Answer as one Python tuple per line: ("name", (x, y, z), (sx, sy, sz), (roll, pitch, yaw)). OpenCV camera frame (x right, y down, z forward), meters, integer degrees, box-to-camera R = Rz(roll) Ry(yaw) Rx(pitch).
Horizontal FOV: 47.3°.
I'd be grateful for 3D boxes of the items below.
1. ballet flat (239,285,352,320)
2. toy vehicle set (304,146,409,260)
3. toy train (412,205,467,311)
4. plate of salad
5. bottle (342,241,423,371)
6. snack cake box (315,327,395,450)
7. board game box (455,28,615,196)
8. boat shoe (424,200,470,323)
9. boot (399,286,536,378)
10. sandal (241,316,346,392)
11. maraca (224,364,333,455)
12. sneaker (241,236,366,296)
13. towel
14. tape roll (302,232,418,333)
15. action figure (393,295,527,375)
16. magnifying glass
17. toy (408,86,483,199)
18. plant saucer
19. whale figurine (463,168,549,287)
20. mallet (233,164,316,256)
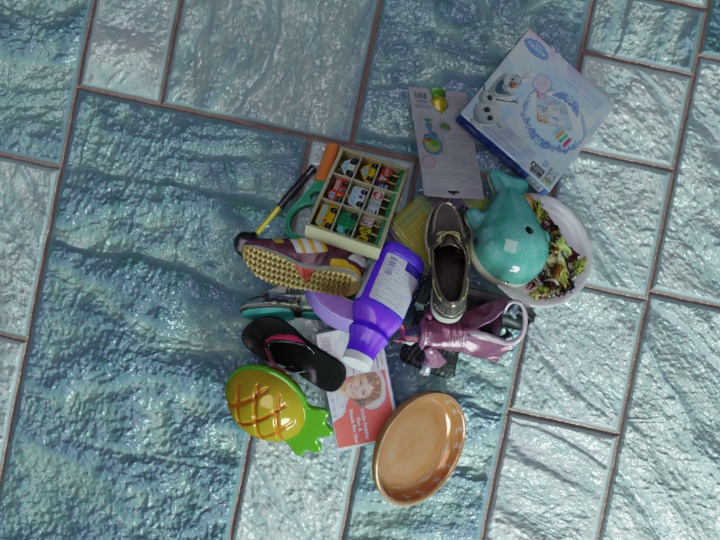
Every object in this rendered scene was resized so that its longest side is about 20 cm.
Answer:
("ballet flat", (-0.108, 0.052, 1.417), (0.196, 0.074, 0.076), (3, 91, -1))
("toy vehicle set", (-0.003, -0.112, 1.329), (0.122, 0.027, 0.202), (17, 48, 4))
("toy train", (0.131, -0.020, 1.318), (0.034, 0.046, 0.202), (24, 64, 8))
("plate of salad", (0.303, -0.038, 1.389), (0.196, 0.048, 0.204), (3, 74, -9))
("bottle", (0.031, 0.057, 1.278), (0.083, 0.065, 0.202), (32, 67, -19))
("snack cake box", (-0.003, 0.194, 1.407), (0.113, 0.067, 0.204), (-10, 90, -1))
("board game box", (0.296, -0.267, 1.392), (0.199, 0.043, 0.200), (40, 80, 0))
("boat shoe", (0.136, -0.024, 1.260), (0.070, 0.060, 0.203), (4, 63, -2))
("boot", (0.182, 0.110, 1.398), (0.207, 0.079, 0.161), (15, 89, 5))
("sandal", (-0.115, 0.138, 1.367), (0.198, 0.045, 0.076), (27, 104, 17))
("maraca", (-0.140, 0.236, 1.388), (0.198, 0.107, 0.138), (33, 123, 0))
("sneaker", (-0.088, -0.023, 1.303), (0.196, 0.076, 0.091), (16, 48, 2))
("towel", (0.145, -0.073, 1.382), (0.144, 0.023, 0.200), (49, 60, -2))
("tape roll", (0.000, 0.000, 1.370), (0.196, 0.066, 0.204), (3, 68, -7))
("action figure", (0.150, 0.106, 1.295), (0.196, 0.149, 0.137), (-3, 93, -9))
("magnifying glass", (-0.073, -0.130, 1.380), (0.078, 0.023, 0.203), (4, 58, 21))
("toy", (0.138, -0.210, 1.394), (0.113, 0.047, 0.204), (1, 73, -22))
("plant saucer", (0.094, 0.293, 1.376), (0.198, 0.037, 0.204), (-14, 114, -33))
("whale figurine", (0.244, -0.077, 1.318), (0.157, 0.104, 0.203), (16, 64, -16))
("mallet", (-0.147, -0.102, 1.427), (0.041, 0.066, 0.201), (41, 76, -1))
